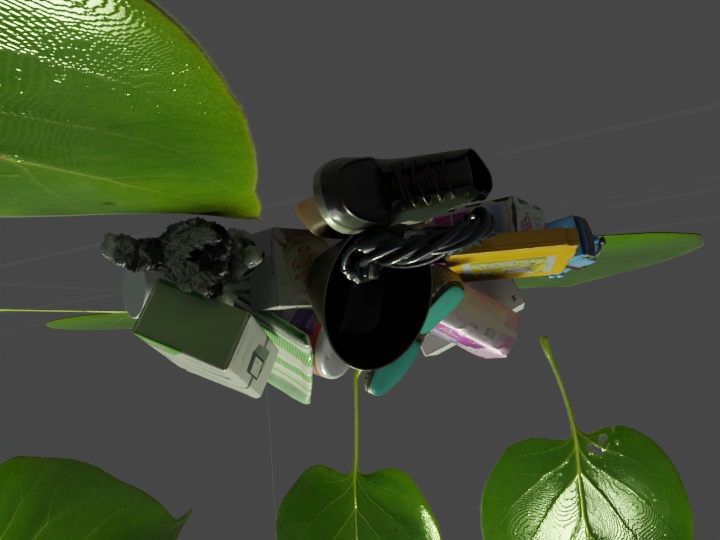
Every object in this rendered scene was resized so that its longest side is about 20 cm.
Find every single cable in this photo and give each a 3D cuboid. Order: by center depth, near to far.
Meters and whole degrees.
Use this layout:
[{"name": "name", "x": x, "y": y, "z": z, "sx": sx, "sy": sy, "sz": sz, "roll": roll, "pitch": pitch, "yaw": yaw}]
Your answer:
[{"name": "cable", "x": 0.067, "y": -0.032, "z": 0.732, "sx": 0.160, "sy": 0.052, "sz": 0.200, "roll": -18, "pitch": 176, "yaw": 16}]

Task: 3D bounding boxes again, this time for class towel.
[{"name": "towel", "x": -0.141, "y": 0.132, "z": 1.114, "sx": 0.150, "sy": 0.024, "sz": 0.202, "roll": 28, "pitch": 144, "yaw": 14}]

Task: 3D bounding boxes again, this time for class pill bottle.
[{"name": "pill bottle", "x": -0.270, "y": 0.025, "z": 1.110, "sx": 0.197, "sy": 0.117, "sz": 0.113, "roll": 1, "pitch": 171, "yaw": -40}, {"name": "pill bottle", "x": -0.110, "y": 0.104, "z": 1.173, "sx": 0.196, "sy": 0.115, "sz": 0.111, "roll": 13, "pitch": -177, "yaw": 32}]

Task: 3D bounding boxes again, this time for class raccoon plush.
[{"name": "raccoon plush", "x": -0.228, "y": -0.034, "z": 0.935, "sx": 0.196, "sy": 0.099, "sz": 0.134, "roll": 21, "pitch": -173, "yaw": 4}]

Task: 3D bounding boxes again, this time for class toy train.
[{"name": "toy train", "x": 0.356, "y": -0.039, "z": 1.201, "sx": 0.112, "sy": 0.089, "sz": 0.198, "roll": -16, "pitch": 168, "yaw": 31}]

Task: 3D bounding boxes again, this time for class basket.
[{"name": "basket", "x": -0.002, "y": 0.024, "z": 0.917, "sx": 0.133, "sy": 0.185, "sz": 0.200, "roll": 17, "pitch": 178, "yaw": -15}]

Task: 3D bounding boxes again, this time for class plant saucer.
[{"name": "plant saucer", "x": 0.014, "y": -0.071, "z": 0.895, "sx": 0.195, "sy": 0.035, "sz": 0.200, "roll": -6, "pitch": 172, "yaw": -1}]

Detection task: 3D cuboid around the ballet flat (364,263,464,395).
[{"name": "ballet flat", "x": 0.063, "y": 0.076, "z": 0.951, "sx": 0.067, "sy": 0.201, "sz": 0.075, "roll": 28, "pitch": -166, "yaw": -42}]

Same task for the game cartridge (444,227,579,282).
[{"name": "game cartridge", "x": 0.205, "y": -0.018, "z": 0.961, "sx": 0.171, "sy": 0.033, "sz": 0.200, "roll": -5, "pitch": 171, "yaw": 11}]

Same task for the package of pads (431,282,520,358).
[{"name": "package of pads", "x": 0.132, "y": 0.058, "z": 1.040, "sx": 0.197, "sy": 0.077, "sz": 0.120, "roll": 27, "pitch": 170, "yaw": -4}]

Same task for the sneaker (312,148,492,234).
[{"name": "sneaker", "x": 0.045, "y": -0.088, "z": 0.671, "sx": 0.105, "sy": 0.077, "sz": 0.198, "roll": -16, "pitch": 177, "yaw": 37}]

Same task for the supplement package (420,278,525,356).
[{"name": "supplement package", "x": 0.175, "y": 0.042, "z": 1.223, "sx": 0.188, "sy": 0.150, "sz": 0.200, "roll": -29, "pitch": 169, "yaw": 8}]

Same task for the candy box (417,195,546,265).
[{"name": "candy box", "x": 0.162, "y": -0.053, "z": 1.029, "sx": 0.196, "sy": 0.063, "sz": 0.135, "roll": -11, "pitch": 170, "yaw": 34}]

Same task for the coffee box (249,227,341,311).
[{"name": "coffee box", "x": -0.070, "y": 0.001, "z": 1.065, "sx": 0.197, "sy": 0.118, "sz": 0.079, "roll": 2, "pitch": 171, "yaw": -41}]

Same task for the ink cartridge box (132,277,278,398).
[{"name": "ink cartridge box", "x": -0.211, "y": 0.102, "z": 0.982, "sx": 0.142, "sy": 0.086, "sz": 0.201, "roll": 19, "pitch": 162, "yaw": 11}]
